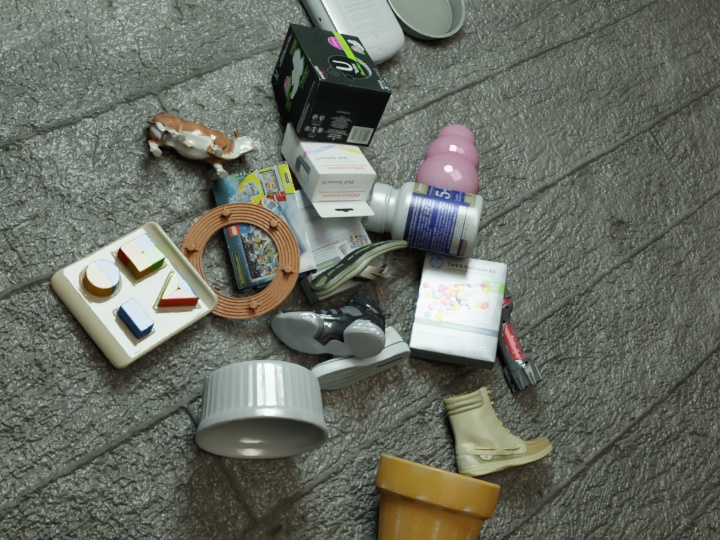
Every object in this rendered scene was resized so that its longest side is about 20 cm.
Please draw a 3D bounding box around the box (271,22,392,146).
[{"bbox_3d":[-0.057,-0.338,1.638,0.148,0.124,0.200,4,41,-28],"label":"box"}]

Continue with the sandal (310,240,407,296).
[{"bbox_3d":[-0.001,0.000,1.569,0.201,0.080,0.057,-33,105,-27],"label":"sandal"}]

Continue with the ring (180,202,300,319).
[{"bbox_3d":[-0.200,-0.018,1.497,0.200,0.019,0.201,1,77,-2],"label":"ring"}]

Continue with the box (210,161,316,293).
[{"bbox_3d":[-0.166,-0.075,1.542,0.136,0.038,0.200,-15,78,-7],"label":"box"}]

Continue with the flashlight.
[{"bbox_3d":[0.288,0.126,1.718,0.068,0.068,0.200,-19,79,-27],"label":"flashlight"}]

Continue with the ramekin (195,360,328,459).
[{"bbox_3d":[-0.151,0.213,1.378,0.200,0.200,0.098,9,59,-25],"label":"ramekin"}]

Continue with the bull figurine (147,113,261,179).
[{"bbox_3d":[-0.270,-0.215,1.542,0.200,0.065,0.121,13,23,-15],"label":"bull figurine"}]

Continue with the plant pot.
[{"bbox_3d":[0.107,0.411,1.450,0.200,0.200,0.184,19,79,-20],"label":"plant pot"}]

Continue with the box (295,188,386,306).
[{"bbox_3d":[-0.063,-0.055,1.618,0.156,0.041,0.200,-23,83,-33],"label":"box"}]

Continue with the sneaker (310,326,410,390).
[{"bbox_3d":[-0.011,0.150,1.559,0.200,0.073,0.071,-14,55,-33],"label":"sneaker"}]

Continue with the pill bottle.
[{"bbox_3d":[0.117,-0.098,1.656,0.200,0.120,0.120,12,63,3],"label":"pill bottle"}]

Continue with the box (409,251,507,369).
[{"bbox_3d":[0.181,0.071,1.653,0.156,0.041,0.200,10,62,6],"label":"box"}]

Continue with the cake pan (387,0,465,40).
[{"bbox_3d":[0.132,-0.578,1.927,0.200,0.037,0.201,10,67,-24],"label":"cake pan"}]

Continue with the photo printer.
[{"bbox_3d":[-0.012,-0.502,1.802,0.166,0.069,0.200,-25,84,-33],"label":"photo printer"}]

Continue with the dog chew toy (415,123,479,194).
[{"bbox_3d":[0.177,-0.208,1.762,0.124,0.125,0.200,27,53,-16],"label":"dog chew toy"}]

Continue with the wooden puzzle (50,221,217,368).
[{"bbox_3d":[-0.351,0.029,1.414,0.200,0.046,0.185,-36,81,-33],"label":"wooden puzzle"}]

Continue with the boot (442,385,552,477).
[{"bbox_3d":[0.248,0.282,1.632,0.200,0.073,0.156,-9,78,-25],"label":"boot"}]

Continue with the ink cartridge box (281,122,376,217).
[{"bbox_3d":[-0.051,-0.182,1.607,0.117,0.067,0.200,-4,44,-29],"label":"ink cartridge box"}]

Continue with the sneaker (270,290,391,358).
[{"bbox_3d":[-0.045,0.087,1.537,0.200,0.076,0.114,8,33,12],"label":"sneaker"}]
